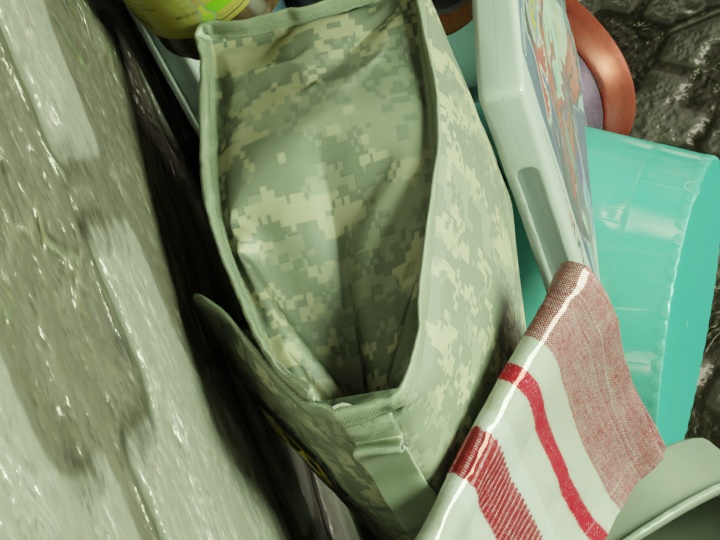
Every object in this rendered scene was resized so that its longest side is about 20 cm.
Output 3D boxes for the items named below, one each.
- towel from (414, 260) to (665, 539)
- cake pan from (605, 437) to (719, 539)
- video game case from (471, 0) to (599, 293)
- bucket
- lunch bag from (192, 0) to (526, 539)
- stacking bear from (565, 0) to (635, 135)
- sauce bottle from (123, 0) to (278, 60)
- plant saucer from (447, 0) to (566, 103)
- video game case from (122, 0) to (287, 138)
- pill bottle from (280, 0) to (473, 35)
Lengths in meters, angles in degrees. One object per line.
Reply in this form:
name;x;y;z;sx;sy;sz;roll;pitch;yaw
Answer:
towel;0.058;0.114;0.854;0.200;0.023;0.144;-60;148;-21
cake pan;0.117;0.152;1.103;0.037;0.200;0.200;53;0;20
video game case;0.081;-0.092;1.017;0.183;0.023;0.201;66;17;-48
bucket;0.111;0.017;1.164;0.207;0.134;0.208;10;90;-74
lunch bag;0.005;0.015;0.878;0.164;0.117;0.201;61;19;-54
stacking bear;0.059;-0.078;1.304;0.114;0.200;0.122;30;-42;37
sauce bottle;-0.098;-0.159;0.841;0.200;0.065;0.065;48;19;-52
plant saucer;0.019;-0.130;1.255;0.200;0.199;0.036;-103;-174;-58
video game case;-0.071;-0.127;1.004;0.143;0.017;0.200;-77;144;-56
pill bottle;-0.012;-0.167;1.125;0.200;0.106;0.107;24;-36;58
